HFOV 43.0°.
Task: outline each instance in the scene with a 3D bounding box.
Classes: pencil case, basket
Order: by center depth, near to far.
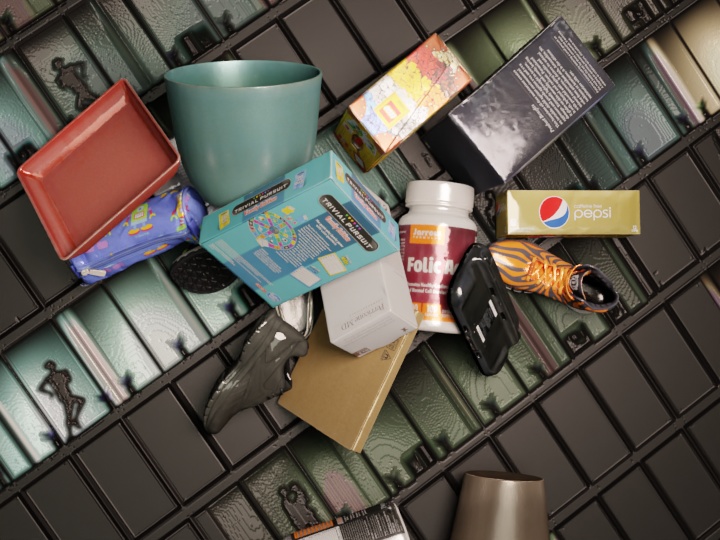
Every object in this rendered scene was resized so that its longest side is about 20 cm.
[{"bbox_3d":[-0.299,-0.045,1.216,0.198,0.087,0.078,-19,132,9],"label":"pencil case"},{"bbox_3d":[0.194,0.385,1.263,0.178,0.136,0.203,6,84,-8],"label":"basket"}]

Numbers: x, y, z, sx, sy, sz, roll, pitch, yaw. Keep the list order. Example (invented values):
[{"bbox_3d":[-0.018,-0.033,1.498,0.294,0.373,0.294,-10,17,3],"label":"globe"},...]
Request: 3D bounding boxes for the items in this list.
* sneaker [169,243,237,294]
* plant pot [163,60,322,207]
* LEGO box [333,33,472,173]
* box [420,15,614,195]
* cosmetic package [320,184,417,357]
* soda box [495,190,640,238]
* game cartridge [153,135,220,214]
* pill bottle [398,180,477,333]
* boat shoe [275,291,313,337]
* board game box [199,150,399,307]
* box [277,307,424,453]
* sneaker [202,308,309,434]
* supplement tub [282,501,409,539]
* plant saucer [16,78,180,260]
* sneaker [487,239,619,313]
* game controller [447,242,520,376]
[{"bbox_3d":[-0.173,-0.039,1.258,0.198,0.083,0.072,-28,120,19],"label":"sneaker"},{"bbox_3d":[-0.146,-0.173,1.176,0.197,0.201,0.163,-3,111,-7],"label":"plant pot"},{"bbox_3d":[0.050,-0.217,1.225,0.149,0.200,0.077,-41,94,-7],"label":"LEGO box"},{"bbox_3d":[0.205,-0.212,1.245,0.198,0.200,0.124,-40,94,-5],"label":"box"},{"bbox_3d":[0.000,0.000,1.217,0.101,0.074,0.202,-29,54,23],"label":"cosmetic package"},{"bbox_3d":[0.298,-0.080,1.317,0.197,0.068,0.065,-1,88,-7],"label":"soda box"},{"bbox_3d":[-0.198,-0.146,1.278,0.198,0.038,0.131,-26,88,-7],"label":"game cartridge"},{"bbox_3d":[0.103,-0.017,1.268,0.112,0.114,0.203,5,88,-7],"label":"pill bottle"},{"bbox_3d":[-0.095,-0.002,1.269,0.070,0.064,0.203,-9,89,-7],"label":"boat shoe"},{"bbox_3d":[-0.074,-0.046,1.135,0.198,0.047,0.151,-24,134,24],"label":"board game box"},{"bbox_3d":[-0.017,0.122,1.240,0.021,0.163,0.202,29,86,-46],"label":"box"},{"bbox_3d":[-0.143,0.152,1.235,0.090,0.076,0.201,33,109,-9],"label":"sneaker"},{"bbox_3d":[-0.029,0.400,1.237,0.197,0.123,0.124,-17,90,-6],"label":"supplement tub"},{"bbox_3d":[-0.341,-0.130,1.206,0.199,0.037,0.200,-40,54,1],"label":"plant saucer"},{"bbox_3d":[0.276,0.004,1.289,0.197,0.112,0.079,18,86,-6],"label":"sneaker"},{"bbox_3d":[0.169,0.057,1.251,0.105,0.042,0.201,-52,136,-22],"label":"game controller"}]
